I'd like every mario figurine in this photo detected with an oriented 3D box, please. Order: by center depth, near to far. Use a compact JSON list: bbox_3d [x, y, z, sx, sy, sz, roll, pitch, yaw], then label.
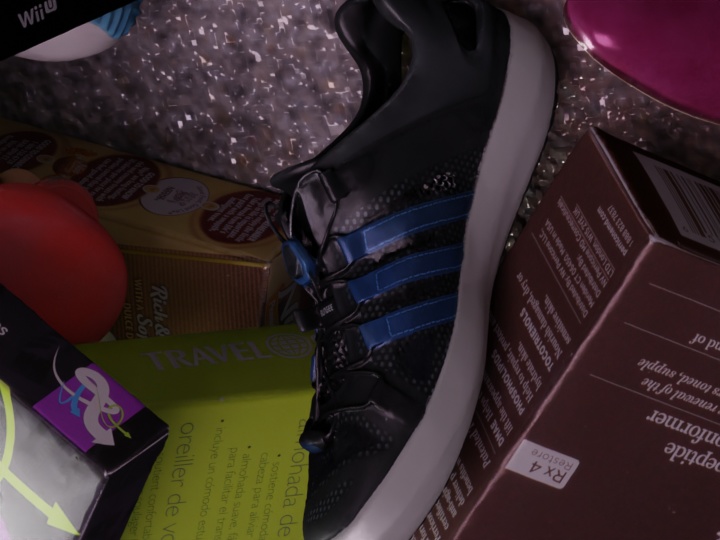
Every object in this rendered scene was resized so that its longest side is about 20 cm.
[{"bbox_3d":[-0.164,-0.021,1.011,0.199,0.107,0.123,16,165,22],"label":"mario figurine"}]

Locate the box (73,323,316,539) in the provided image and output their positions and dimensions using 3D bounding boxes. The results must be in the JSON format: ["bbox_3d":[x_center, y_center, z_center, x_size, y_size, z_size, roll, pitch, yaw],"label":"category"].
[{"bbox_3d":[-0.021,0.077,1.009,0.048,0.199,0.123,53,140,48],"label":"box"}]

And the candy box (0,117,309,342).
[{"bbox_3d":[-0.118,0.012,1.069,0.199,0.055,0.116,16,119,17],"label":"candy box"}]

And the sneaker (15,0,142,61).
[{"bbox_3d":[-0.162,-0.100,1.029,0.199,0.077,0.081,13,129,24],"label":"sneaker"}]

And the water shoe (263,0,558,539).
[{"bbox_3d":[0.000,0.000,0.936,0.079,0.201,0.071,25,155,-18],"label":"water shoe"}]

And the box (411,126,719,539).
[{"bbox_3d":[0.071,0.064,0.956,0.100,0.075,0.201,20,116,-26],"label":"box"}]

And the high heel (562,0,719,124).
[{"bbox_3d":[0.142,-0.098,0.823,0.068,0.199,0.096,54,132,19],"label":"high heel"}]

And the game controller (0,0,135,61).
[{"bbox_3d":[-0.081,-0.133,0.897,0.042,0.200,0.105,-7,107,46],"label":"game controller"}]

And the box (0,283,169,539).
[{"bbox_3d":[-0.163,0.042,0.942,0.200,0.036,0.143,39,132,16],"label":"box"}]
